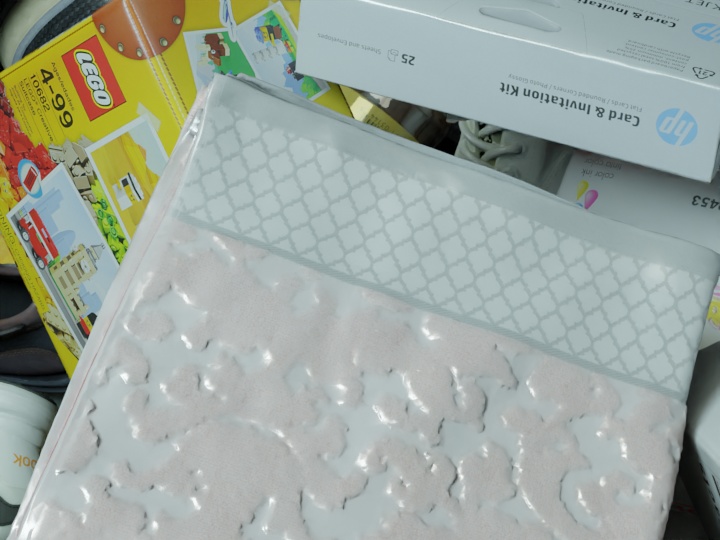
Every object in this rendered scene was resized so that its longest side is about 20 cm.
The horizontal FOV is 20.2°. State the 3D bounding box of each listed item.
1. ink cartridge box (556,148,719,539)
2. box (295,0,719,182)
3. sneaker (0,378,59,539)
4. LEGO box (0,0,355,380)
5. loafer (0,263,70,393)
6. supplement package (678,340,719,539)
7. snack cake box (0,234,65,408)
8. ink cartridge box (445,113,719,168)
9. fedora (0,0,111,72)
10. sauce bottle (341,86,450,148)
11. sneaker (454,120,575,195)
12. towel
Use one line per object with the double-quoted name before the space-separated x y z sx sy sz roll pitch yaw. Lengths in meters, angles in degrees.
"ink cartridge box" 0.124 0.033 0.829 0.117 0.067 0.200 13 72 31
"box" 0.085 -0.114 0.768 0.156 0.041 0.200 16 35 14
"sneaker" -0.229 0.099 0.891 0.200 0.074 0.080 -9 65 22
"LEGO box" -0.058 -0.003 0.779 0.149 0.077 0.200 -20 96 51
"loafer" -0.202 0.017 0.923 0.200 0.063 0.072 0 66 26
"supplement package" 0.192 0.088 0.665 0.121 0.120 0.200 -25 16 -1
"snack cake box" -0.178 0.051 0.974 0.115 0.067 0.200 32 83 36
"ink cartridge box" 0.140 -0.084 0.818 0.200 0.050 0.161 -5 30 9
"fedora" -0.089 -0.100 0.951 0.201 0.201 0.092 -28 72 12
"sauce bottle" -0.041 -0.009 0.936 0.065 0.065 0.200 35 82 35
"sneaker" 0.065 -0.057 0.903 0.073 0.071 0.200 6 68 29
"towel" 0.010 0.045 0.658 0.200 0.032 0.191 20 65 -4
